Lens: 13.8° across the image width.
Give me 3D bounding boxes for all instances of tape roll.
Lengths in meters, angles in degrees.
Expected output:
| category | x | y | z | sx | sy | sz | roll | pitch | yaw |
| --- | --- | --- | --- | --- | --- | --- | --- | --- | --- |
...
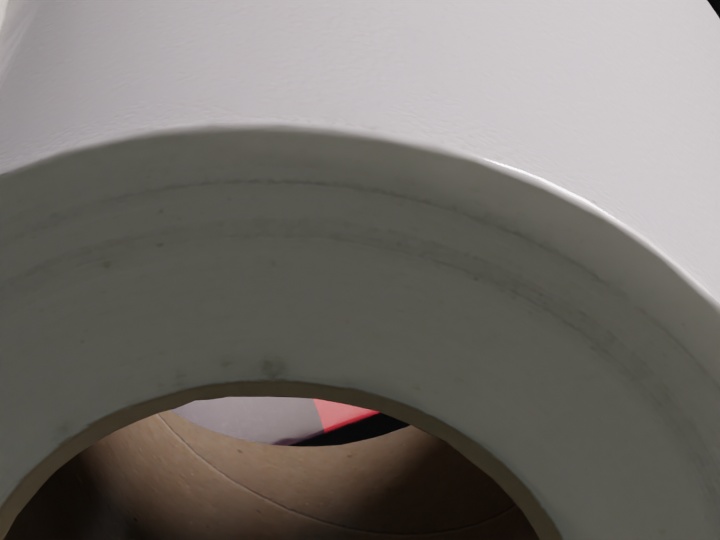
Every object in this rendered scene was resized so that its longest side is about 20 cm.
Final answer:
| category | x | y | z | sx | sy | sz | roll | pitch | yaw |
| --- | --- | --- | --- | --- | --- | --- | --- | --- | --- |
| tape roll | -0.014 | 0.028 | 0.566 | 0.203 | 0.202 | 0.139 | 53 | 19 | -26 |

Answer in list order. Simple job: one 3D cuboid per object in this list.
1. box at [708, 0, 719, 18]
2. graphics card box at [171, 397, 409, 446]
| category | x | y | z | sx | sy | sz | roll | pitch | yaw |
| --- | --- | --- | --- | --- | --- | --- | --- | --- | --- |
| box | 0.159 | -0.062 | 0.888 | 0.143 | 0.036 | 0.200 | 47 | 32 | -9 |
| graphics card box | -0.002 | -0.021 | 0.748 | 0.200 | 0.051 | 0.126 | -17 | 76 | -35 |
